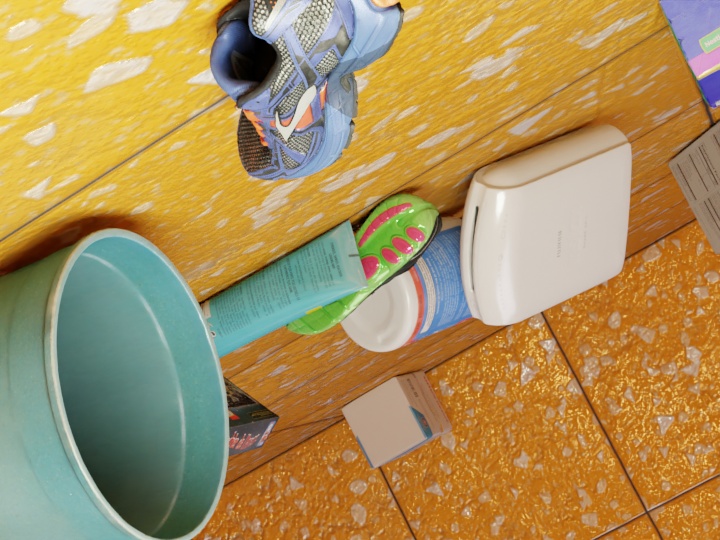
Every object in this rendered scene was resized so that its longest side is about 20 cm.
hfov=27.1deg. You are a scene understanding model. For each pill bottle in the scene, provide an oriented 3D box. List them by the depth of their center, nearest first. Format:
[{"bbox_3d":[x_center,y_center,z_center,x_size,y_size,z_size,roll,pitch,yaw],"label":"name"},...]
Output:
[{"bbox_3d":[0.072,0.007,1.548,0.199,0.113,0.112,-18,167,-45],"label":"pill bottle"}]

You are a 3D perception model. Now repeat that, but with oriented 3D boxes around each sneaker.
[{"bbox_3d":[-0.043,-0.105,0.755,0.078,0.076,0.200,-15,159,-20],"label":"sneaker"},{"bbox_3d":[0.000,0.000,1.410,0.199,0.077,0.083,-31,167,26],"label":"sneaker"}]

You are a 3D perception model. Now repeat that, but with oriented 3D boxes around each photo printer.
[{"bbox_3d":[0.182,-0.043,1.497,0.198,0.069,0.168,-22,125,-33],"label":"photo printer"}]

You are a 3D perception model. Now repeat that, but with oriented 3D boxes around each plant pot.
[{"bbox_3d":[-0.214,0.093,0.971,0.186,0.203,0.200,-15,177,23],"label":"plant pot"}]

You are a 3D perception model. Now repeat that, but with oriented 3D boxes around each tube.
[{"bbox_3d":[-0.087,0.028,1.357,0.198,0.078,0.050,-28,147,13],"label":"tube"}]

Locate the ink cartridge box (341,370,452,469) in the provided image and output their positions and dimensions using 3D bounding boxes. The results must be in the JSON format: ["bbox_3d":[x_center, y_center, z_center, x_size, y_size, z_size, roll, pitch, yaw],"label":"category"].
[{"bbox_3d":[0.081,0.317,3.192,0.145,0.148,0.200,-31,170,17],"label":"ink cartridge box"}]

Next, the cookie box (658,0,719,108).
[{"bbox_3d":[0.341,-0.217,1.230,0.170,0.076,0.200,-30,170,15],"label":"cookie box"}]

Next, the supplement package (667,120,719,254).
[{"bbox_3d":[0.554,-0.144,2.036,0.150,0.152,0.200,-23,170,-22],"label":"supplement package"}]

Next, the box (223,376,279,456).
[{"bbox_3d":[-0.168,0.118,1.362,0.038,0.136,0.200,-57,165,8],"label":"box"}]
